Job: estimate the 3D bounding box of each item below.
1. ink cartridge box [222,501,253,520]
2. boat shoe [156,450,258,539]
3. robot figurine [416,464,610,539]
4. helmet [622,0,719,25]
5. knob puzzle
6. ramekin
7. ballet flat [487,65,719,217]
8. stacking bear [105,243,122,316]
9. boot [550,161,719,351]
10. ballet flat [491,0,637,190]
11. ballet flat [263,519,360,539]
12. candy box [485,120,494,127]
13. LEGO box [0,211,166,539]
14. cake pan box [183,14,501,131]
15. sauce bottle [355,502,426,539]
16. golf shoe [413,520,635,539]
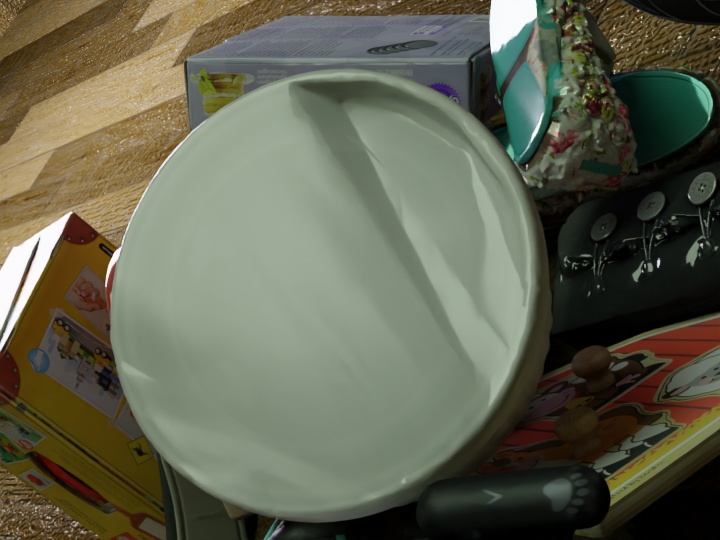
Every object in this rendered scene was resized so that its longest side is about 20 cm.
[{"bbox_3d":[0.009,0.046,0.987,0.164,0.075,0.200,-26,4,12],"label":"ink cartridge box"},{"bbox_3d":[-0.091,0.123,1.106,0.057,0.066,0.202,-156,65,-77],"label":"boat shoe"},{"bbox_3d":[0.074,0.168,0.715,0.199,0.125,0.151,-6,54,26],"label":"robot figurine"},{"bbox_3d":[0.208,-0.232,1.022,0.200,0.199,0.192,-152,64,-67],"label":"helmet"},{"bbox_3d":[0.116,0.057,0.858,0.219,0.031,0.220,-26,11,5],"label":"knob puzzle"},{"bbox_3d":[-0.004,0.017,0.835,0.201,0.094,0.204,-5,75,20],"label":"ramekin"},{"bbox_3d":[0.130,-0.069,1.078,0.199,0.064,0.076,-14,70,32],"label":"ballet flat"},{"bbox_3d":[-0.049,-0.010,1.135,0.199,0.122,0.114,-30,-1,22],"label":"stacking bear"},{"bbox_3d":[0.192,-0.047,0.952,0.200,0.066,0.165,-29,28,52],"label":"boot"},{"bbox_3d":[0.110,-0.104,1.009,0.201,0.064,0.076,-91,24,-51],"label":"ballet flat"},{"bbox_3d":[-0.048,0.201,0.983,0.069,0.068,0.200,65,147,31],"label":"ballet flat"},{"bbox_3d":[0.037,-0.052,1.245,0.137,0.061,0.200,-48,22,9],"label":"candy box"},{"bbox_3d":[-0.167,0.084,1.241,0.077,0.200,0.149,-26,32,43],"label":"LEGO box"},{"bbox_3d":[0.007,-0.129,1.171,0.183,0.053,0.200,3,16,15],"label":"cake pan box"},{"bbox_3d":[0.015,0.136,0.995,0.066,0.066,0.200,-55,23,-10],"label":"sauce bottle"},{"bbox_3d":[0.065,0.138,0.856,0.078,0.097,0.201,-29,29,45],"label":"golf shoe"}]
